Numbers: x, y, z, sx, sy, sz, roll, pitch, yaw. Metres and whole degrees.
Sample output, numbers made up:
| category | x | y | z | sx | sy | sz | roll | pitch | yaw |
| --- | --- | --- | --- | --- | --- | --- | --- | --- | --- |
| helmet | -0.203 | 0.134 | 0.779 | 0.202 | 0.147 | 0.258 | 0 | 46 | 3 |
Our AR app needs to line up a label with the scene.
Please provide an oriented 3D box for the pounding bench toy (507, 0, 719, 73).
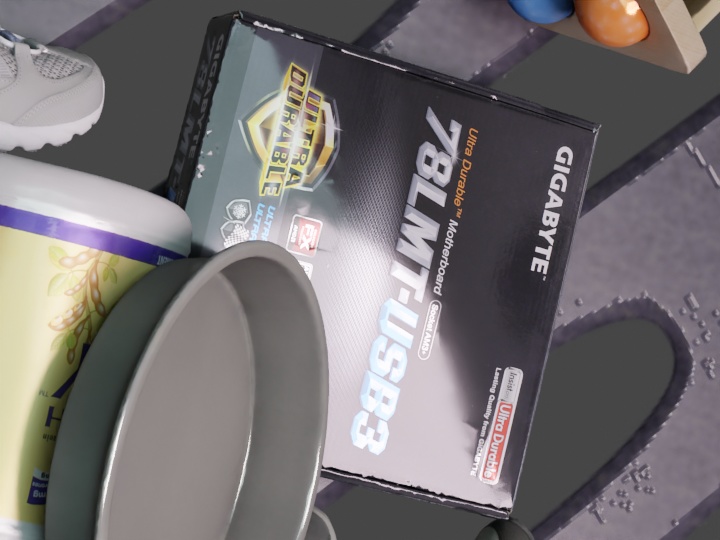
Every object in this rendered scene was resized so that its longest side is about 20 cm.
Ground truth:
| category | x | y | z | sx | sy | sz | roll | pitch | yaw |
| --- | --- | --- | --- | --- | --- | --- | --- | --- | --- |
| pounding bench toy | 0.152 | -0.178 | 1.073 | 0.156 | 0.200 | 0.124 | -45 | 127 | -15 |

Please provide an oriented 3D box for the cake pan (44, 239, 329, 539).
| category | x | y | z | sx | sy | sz | roll | pitch | yaw |
| --- | --- | --- | --- | --- | --- | --- | --- | --- | --- |
| cake pan | -0.072 | 0.084 | 0.986 | 0.037 | 0.200 | 0.202 | 11 | 86 | 23 |

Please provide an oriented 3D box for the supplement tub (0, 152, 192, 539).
| category | x | y | z | sx | sy | sz | roll | pitch | yaw |
| --- | --- | --- | --- | --- | --- | --- | --- | --- | --- |
| supplement tub | -0.161 | 0.055 | 1.001 | 0.145 | 0.145 | 0.201 | 14 | 86 | -21 |

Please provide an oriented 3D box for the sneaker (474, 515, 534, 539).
| category | x | y | z | sx | sy | sz | roll | pitch | yaw |
| --- | --- | --- | --- | --- | --- | --- | --- | --- | --- |
| sneaker | 0.010 | 0.190 | 1.109 | 0.079 | 0.074 | 0.200 | 46 | 76 | -10 |

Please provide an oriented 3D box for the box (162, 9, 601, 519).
| category | x | y | z | sx | sy | sz | roll | pitch | yaw |
| --- | --- | --- | --- | --- | --- | --- | --- | --- | --- |
| box | 0.000 | 0.000 | 1.115 | 0.197 | 0.050 | 0.201 | 16 | 86 | -20 |

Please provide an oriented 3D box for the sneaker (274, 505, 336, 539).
| category | x | y | z | sx | sy | sz | roll | pitch | yaw |
| --- | --- | --- | --- | --- | --- | --- | --- | --- | --- |
| sneaker | -0.088 | 0.180 | 1.069 | 0.079 | 0.075 | 0.200 | 41 | 77 | -14 |

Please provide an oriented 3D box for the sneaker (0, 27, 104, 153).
| category | x | y | z | sx | sy | sz | roll | pitch | yaw |
| --- | --- | --- | --- | --- | --- | --- | --- | --- | --- |
| sneaker | -0.184 | -0.102 | 0.995 | 0.199 | 0.075 | 0.082 | 8 | 103 | -46 |
